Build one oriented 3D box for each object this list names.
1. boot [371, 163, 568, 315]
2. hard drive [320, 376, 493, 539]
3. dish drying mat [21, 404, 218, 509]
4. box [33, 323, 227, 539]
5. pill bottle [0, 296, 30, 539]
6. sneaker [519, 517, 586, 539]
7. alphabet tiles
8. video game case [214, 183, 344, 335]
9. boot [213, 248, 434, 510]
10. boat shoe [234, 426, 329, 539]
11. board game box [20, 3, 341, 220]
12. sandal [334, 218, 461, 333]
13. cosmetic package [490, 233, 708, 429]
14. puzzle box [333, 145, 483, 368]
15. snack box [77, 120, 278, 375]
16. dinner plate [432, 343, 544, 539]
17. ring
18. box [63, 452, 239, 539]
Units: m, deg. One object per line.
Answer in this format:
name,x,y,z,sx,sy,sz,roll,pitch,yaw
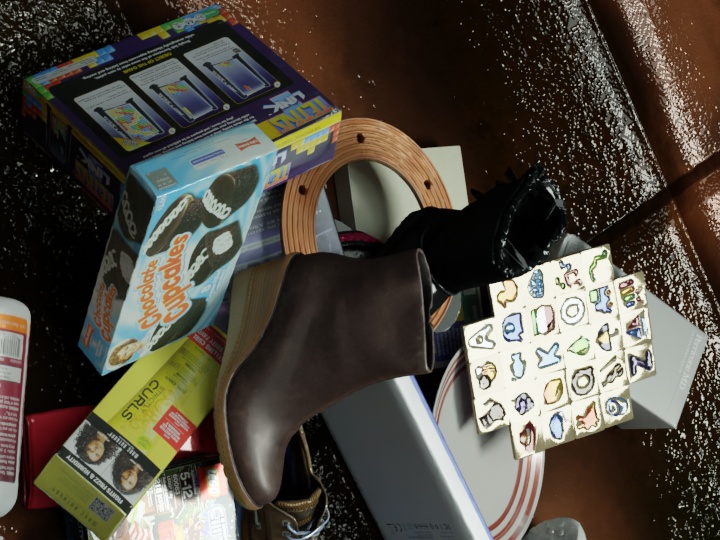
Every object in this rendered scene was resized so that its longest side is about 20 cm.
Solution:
boot,0.072,0.003,1.481,0.073,0.162,0.199,50,54,-21
hard drive,0.040,0.177,1.565,0.025,0.131,0.201,-34,103,-33
dish drying mat,-0.180,0.143,1.482,0.199,0.018,0.078,-4,90,-37
box,-0.166,0.115,1.433,0.075,0.050,0.200,41,43,-1
pill bottle,-0.301,0.120,1.341,0.109,0.109,0.202,10,78,-34
sneaker,0.169,0.326,1.685,0.080,0.076,0.202,31,71,-41
alphabet tiles,0.181,0.072,1.661,0.198,0.006,0.168,-16,103,-26
video game case,-0.088,-0.018,1.534,0.142,0.019,0.202,-18,96,-11
boot,-0.026,0.082,1.423,0.072,0.165,0.202,27,62,-65
boat shoe,-0.067,0.195,1.512,0.072,0.072,0.202,-25,107,-38
board game box,-0.142,-0.119,1.462,0.199,0.057,0.165,-27,57,-34
sandal,0.000,0.000,1.587,0.198,0.045,0.076,18,82,-14
cosmetic package,0.224,0.061,1.741,0.199,0.090,0.108,31,70,-25
puzzle box,0.046,-0.008,1.659,0.132,0.025,0.202,-6,88,-36
snack box,-0.139,-0.015,1.378,0.116,0.201,0.037,-25,62,-38
dinner plate,0.109,0.159,1.658,0.199,0.024,0.202,10,78,-55
ring,0.007,-0.027,1.550,0.199,0.019,0.203,10,75,-40
box,-0.157,0.257,1.461,0.136,0.038,0.202,-11,95,-36
